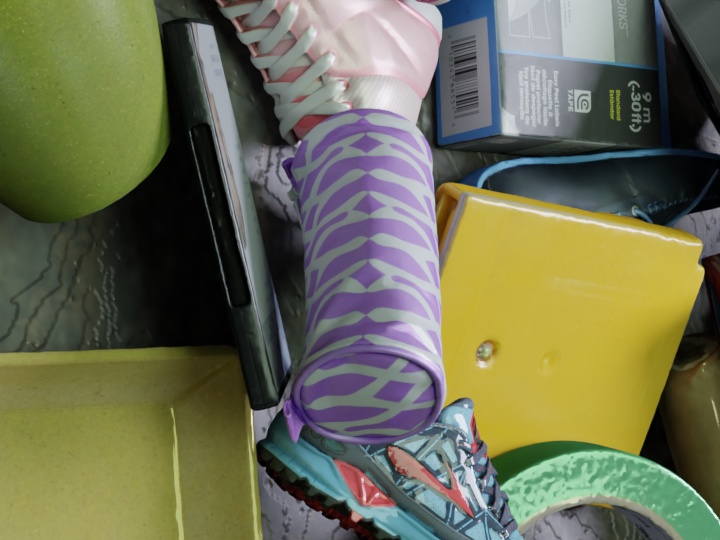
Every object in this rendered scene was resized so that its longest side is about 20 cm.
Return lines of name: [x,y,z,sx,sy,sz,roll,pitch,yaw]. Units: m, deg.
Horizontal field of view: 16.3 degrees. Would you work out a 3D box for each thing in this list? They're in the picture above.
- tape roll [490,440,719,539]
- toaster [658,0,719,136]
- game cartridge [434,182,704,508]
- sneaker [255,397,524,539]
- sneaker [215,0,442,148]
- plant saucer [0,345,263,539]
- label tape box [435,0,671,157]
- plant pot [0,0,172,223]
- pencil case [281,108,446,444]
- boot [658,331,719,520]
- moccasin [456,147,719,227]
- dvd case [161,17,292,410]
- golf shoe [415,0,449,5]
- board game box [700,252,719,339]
tape roll: [0.122,0.200,1.440,0.200,0.048,0.201,-1,94,-21]
toaster: [0.279,-0.103,1.523,0.200,0.118,0.181,57,6,-52]
game cartridge: [0.100,0.048,1.454,0.199,0.032,0.177,10,105,-39]
sneaker: [0.047,0.117,1.347,0.200,0.079,0.096,33,81,-8]
sneaker: [-0.035,-0.132,1.384,0.200,0.075,0.105,29,61,-37]
plant saucer: [-0.142,0.142,1.276,0.199,0.048,0.201,-1,83,-39]
label tape box: [0.137,-0.143,1.533,0.199,0.063,0.145,2,82,-38]
plant pot: [-0.177,-0.126,1.221,0.187,0.187,0.200,-52,131,-31]
pencil case: [0.000,0.000,1.325,0.200,0.085,0.084,-93,173,-48]
boot: [0.225,0.148,1.516,0.066,0.175,0.201,-16,97,-5]
moccasin: [0.145,-0.032,1.523,0.199,0.080,0.068,-6,78,-26]
dvd case: [-0.068,-0.033,1.314,0.017,0.143,0.201,-12,95,2]
golf shoe: [0.094,-0.223,1.430,0.092,0.075,0.200,43,70,-35]
board game box: [0.251,0.097,1.541,0.019,0.103,0.201,-18,113,-6]
